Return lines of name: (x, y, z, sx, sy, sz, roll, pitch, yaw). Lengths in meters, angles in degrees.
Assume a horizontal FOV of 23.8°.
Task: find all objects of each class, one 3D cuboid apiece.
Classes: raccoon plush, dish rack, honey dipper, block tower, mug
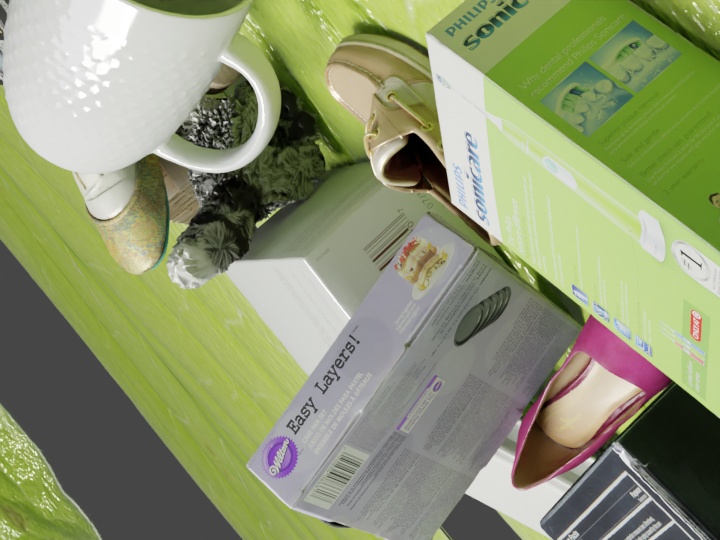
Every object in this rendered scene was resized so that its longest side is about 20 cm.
raccoon plush: (-0.121, -0.069, 1.263, 0.133, 0.200, 0.097, -9, 118, 47)
dish rack: (0.125, 0.161, 1.280, 0.199, 0.044, 0.172, 27, 160, 2)
honey dipper: (-0.133, -0.151, 1.381, 0.038, 0.038, 0.200, 51, 165, -8)
block tower: (-0.148, -0.075, 1.423, 0.054, 0.058, 0.200, 52, -175, 7)
mug: (-0.144, -0.142, 1.147, 0.199, 0.148, 0.176, 32, 131, -1)

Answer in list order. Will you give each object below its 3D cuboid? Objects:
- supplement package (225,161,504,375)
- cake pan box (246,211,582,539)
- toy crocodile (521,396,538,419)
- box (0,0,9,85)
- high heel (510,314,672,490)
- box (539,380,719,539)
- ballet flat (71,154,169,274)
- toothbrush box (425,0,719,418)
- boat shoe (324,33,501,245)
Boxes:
supplement package: (0.000, 0.000, 1.228, 0.117, 0.117, 0.200, 51, 163, -14)
cake pan box: (0.039, 0.080, 1.077, 0.052, 0.201, 0.184, 37, -175, 34)
toy crocodile: (0.067, 0.077, 1.321, 0.200, 0.062, 0.068, 36, 159, 36)
box: (-0.372, -0.262, 1.722, 0.158, 0.050, 0.200, 57, 162, -22)
high heel: (0.144, 0.087, 1.074, 0.067, 0.096, 0.200, 33, 163, 9)
box: (0.228, 0.157, 0.978, 0.198, 0.123, 0.200, 45, 161, 10)
ballet flat: (-0.189, -0.092, 1.293, 0.071, 0.070, 0.201, 83, 179, -62)
toothbrush box: (0.134, -0.045, 0.847, 0.200, 0.086, 0.146, 39, 161, 29)
boat shoe: (0.036, -0.081, 1.046, 0.200, 0.069, 0.074, 35, 158, 39)
